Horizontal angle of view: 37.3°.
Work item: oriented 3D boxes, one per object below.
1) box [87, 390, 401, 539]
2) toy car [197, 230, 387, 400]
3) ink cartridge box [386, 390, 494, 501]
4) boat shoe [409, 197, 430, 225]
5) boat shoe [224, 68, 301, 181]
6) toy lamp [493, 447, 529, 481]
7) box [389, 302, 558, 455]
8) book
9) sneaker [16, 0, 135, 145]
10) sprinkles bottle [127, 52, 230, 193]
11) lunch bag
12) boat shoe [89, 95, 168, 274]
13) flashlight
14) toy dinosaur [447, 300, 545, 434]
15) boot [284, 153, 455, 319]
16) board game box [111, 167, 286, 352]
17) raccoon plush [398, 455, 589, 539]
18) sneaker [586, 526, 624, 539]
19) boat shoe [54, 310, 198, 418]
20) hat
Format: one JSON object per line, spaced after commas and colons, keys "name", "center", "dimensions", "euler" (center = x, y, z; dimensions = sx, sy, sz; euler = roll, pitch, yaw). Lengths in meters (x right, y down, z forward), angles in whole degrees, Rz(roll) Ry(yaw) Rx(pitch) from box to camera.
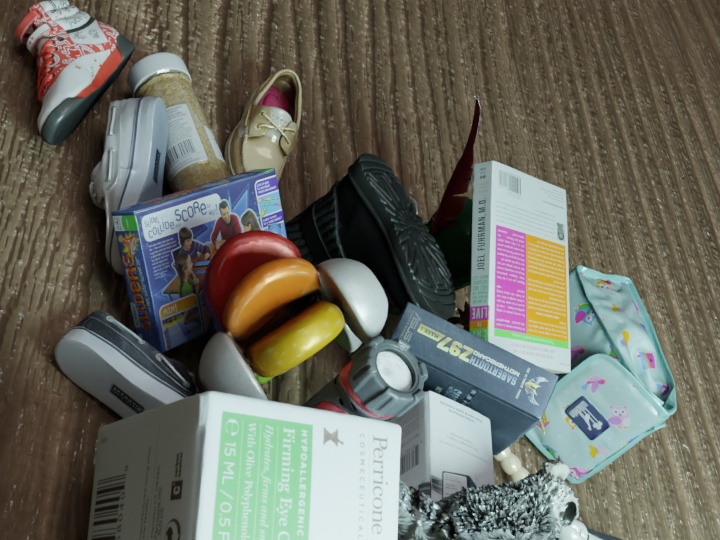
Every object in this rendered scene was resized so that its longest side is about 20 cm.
{"name": "box", "center": [-0.093, 0.211, 0.791], "dimensions": [0.170, 0.200, 0.201], "euler": [14, 68, -32]}
{"name": "toy car", "center": [-0.083, 0.037, 0.974], "dimensions": [0.174, 0.200, 0.150], "euler": [-34, 88, -12]}
{"name": "ink cartridge box", "center": [0.049, 0.236, 0.971], "dimensions": [0.085, 0.146, 0.201], "euler": [25, 43, -26]}
{"name": "boat shoe", "center": [0.064, -0.040, 1.277], "dimensions": [0.201, 0.086, 0.075], "euler": [18, 45, -30]}
{"name": "boat shoe", "center": [-0.108, -0.167, 1.252], "dimensions": [0.073, 0.069, 0.201], "euler": [26, 42, -21]}
{"name": "toy lamp", "center": [0.146, 0.186, 1.174], "dimensions": [0.201, 0.058, 0.058], "euler": [54, 40, 8]}
{"name": "box", "center": [0.094, 0.113, 1.057], "dimensions": [0.157, 0.200, 0.051], "euler": [26, 71, 3]}
{"name": "book", "center": [0.165, 0.000, 1.109], "dimensions": [0.133, 0.048, 0.202], "euler": [15, 74, -45]}
{"name": "sneaker", "center": [-0.320, -0.212, 1.112], "dimensions": [0.108, 0.067, 0.202], "euler": [34, 37, -11]}
{"name": "sprinkles bottle", "center": [-0.192, -0.140, 1.157], "dimensions": [0.068, 0.068, 0.201], "euler": [-2, 58, -42]}
{"name": "lunch bag", "center": [0.264, 0.125, 1.238], "dimensions": [0.121, 0.170, 0.201], "euler": [12, 46, -35]}
{"name": "boat shoe", "center": [-0.239, -0.085, 1.075], "dimensions": [0.065, 0.074, 0.201], "euler": [0, 59, 6]}
{"name": "flashlight", "center": [-0.022, 0.133, 0.956], "dimensions": [0.068, 0.200, 0.068], "euler": [49, 39, 4]}
{"name": "toy dinosaur", "center": [0.138, 0.088, 1.171], "dimensions": [0.106, 0.061, 0.200], "euler": [35, 5, -27]}
{"name": "boot", "center": [0.001, 0.000, 1.132], "dimensions": [0.079, 0.158, 0.212], "euler": [12, 45, -49]}
{"name": "board game box", "center": [-0.147, -0.015, 1.053], "dimensions": [0.199, 0.034, 0.137], "euler": [-24, 109, -50]}
{"name": "raccoon plush", "center": [0.102, 0.183, 0.881], "dimensions": [0.200, 0.097, 0.134], "euler": [40, 31, -9]}
{"name": "sneaker", "center": [0.231, 0.318, 1.118], "dimensions": [0.199, 0.072, 0.083], "euler": [17, 47, -30]}
{"name": "boat shoe", "center": [-0.176, 0.111, 0.953], "dimensions": [0.199, 0.072, 0.068], "euler": [36, 40, 1]}
{"name": "hat", "center": [0.092, -0.067, 1.208], "dimensions": [0.177, 0.199, 0.166], "euler": [67, 18, 4]}
